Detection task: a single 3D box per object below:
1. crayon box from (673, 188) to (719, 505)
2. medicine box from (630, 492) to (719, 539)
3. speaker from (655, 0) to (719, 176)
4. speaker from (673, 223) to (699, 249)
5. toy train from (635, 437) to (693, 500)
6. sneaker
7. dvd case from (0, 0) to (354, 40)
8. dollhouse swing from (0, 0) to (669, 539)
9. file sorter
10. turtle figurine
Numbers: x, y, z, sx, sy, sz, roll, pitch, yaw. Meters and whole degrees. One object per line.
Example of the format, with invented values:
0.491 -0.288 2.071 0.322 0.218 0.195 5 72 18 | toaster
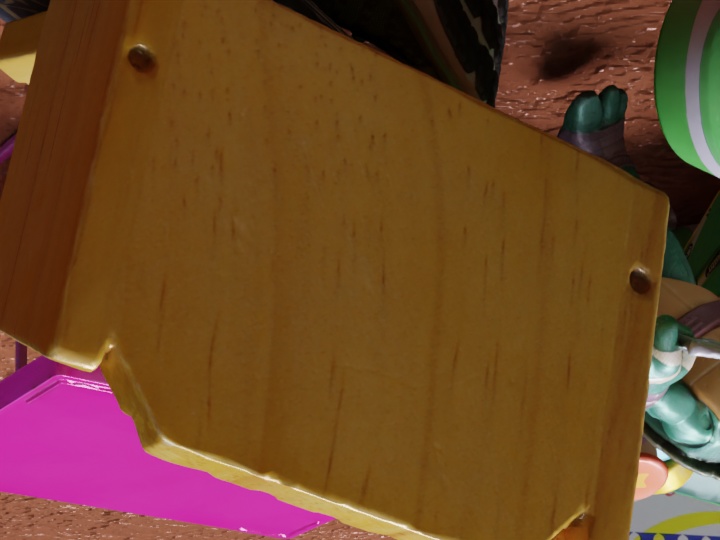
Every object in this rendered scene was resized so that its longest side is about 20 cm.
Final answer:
0.197 0.015 0.949 0.118 0.058 0.200 17 125 -13 | crayon box
0.120 0.117 1.110 0.181 0.201 0.103 5 155 -21 | medicine box
0.204 -0.063 0.767 0.199 0.089 0.088 10 169 38 | speaker
0.233 0.019 1.053 0.199 0.089 0.089 -1 156 -9 | speaker
0.152 0.101 0.943 0.199 0.056 0.151 8 127 -7 | toy train
-0.011 -0.112 0.754 0.088 0.077 0.200 -2 155 28 | sneaker
-0.088 -0.099 0.739 0.148 0.016 0.200 11 165 32 | dvd case
-0.035 0.005 0.732 0.199 0.182 0.176 23 155 -28 | dollhouse swing
-0.076 0.026 0.964 0.199 0.126 0.139 14 152 -34 | file sorter
0.127 0.023 0.840 0.149 0.200 0.101 -19 147 -48 | turtle figurine
